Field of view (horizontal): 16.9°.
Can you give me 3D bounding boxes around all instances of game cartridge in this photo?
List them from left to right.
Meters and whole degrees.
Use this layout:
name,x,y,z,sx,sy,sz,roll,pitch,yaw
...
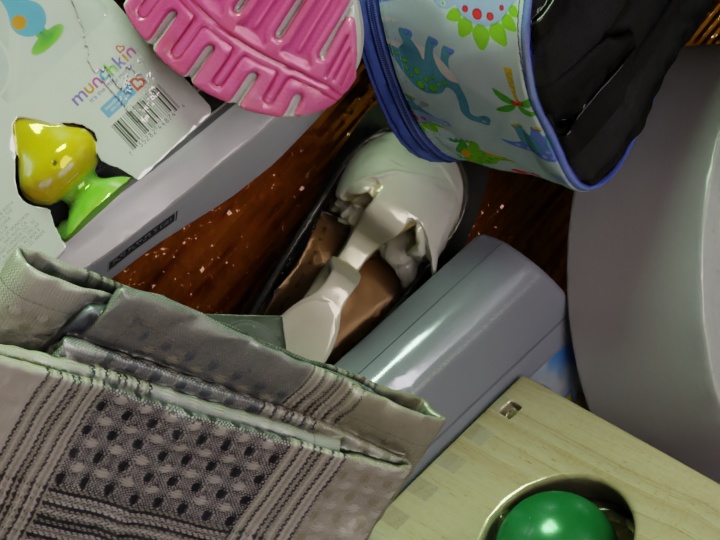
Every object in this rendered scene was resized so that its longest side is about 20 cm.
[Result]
name,x,y,z,sx,sy,sz,roll,pitch,yaw
game cartridge,0.058,0.088,1.036,0.133,0.040,0.201,-44,133,-21

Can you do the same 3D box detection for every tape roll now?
name,x,y,z,sx,sy,sz,roll,pitch,yaw
tape roll,0.168,0.001,1.060,0.200,0.066,0.202,0,91,-54

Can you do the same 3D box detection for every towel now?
name,x,y,z,sx,sy,sz,roll,pitch,yaw
towel,-0.086,0.104,0.865,0.192,0.035,0.201,22,106,-31

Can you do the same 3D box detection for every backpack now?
name,x,y,z,sx,sy,sz,roll,pitch,yaw
backpack,0.067,-0.141,0.971,0.201,0.146,0.183,-65,150,-24

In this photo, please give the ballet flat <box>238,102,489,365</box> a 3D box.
name,x,y,z,sx,sy,sz,roll,pitch,yaw
ballet flat,0.000,0.000,1.010,0.068,0.068,0.201,33,77,-4

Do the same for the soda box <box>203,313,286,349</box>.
name,x,y,z,sx,sy,sz,roll,pitch,yaw
soda box,-0.126,0.055,0.897,0.199,0.063,0.071,1,70,-25

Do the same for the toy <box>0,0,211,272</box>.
name,x,y,z,sx,sy,sz,roll,pitch,yaw
toy,-0.164,-0.092,0.918,0.115,0.047,0.200,-43,87,-4

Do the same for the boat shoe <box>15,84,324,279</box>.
name,x,y,z,sx,sy,sz,roll,pitch,yaw
boat shoe,-0.088,-0.044,0.967,0.200,0.069,0.057,-37,82,-22

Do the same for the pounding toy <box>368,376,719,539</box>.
name,x,y,z,sx,sy,sz,roll,pitch,yaw
pounding toy,0.121,0.130,0.957,0.142,0.184,0.201,-42,132,-18

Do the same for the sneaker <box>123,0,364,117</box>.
name,x,y,z,sx,sy,sz,roll,pitch,yaw
sneaker,-0.068,-0.140,0.922,0.081,0.088,0.200,-42,83,10
